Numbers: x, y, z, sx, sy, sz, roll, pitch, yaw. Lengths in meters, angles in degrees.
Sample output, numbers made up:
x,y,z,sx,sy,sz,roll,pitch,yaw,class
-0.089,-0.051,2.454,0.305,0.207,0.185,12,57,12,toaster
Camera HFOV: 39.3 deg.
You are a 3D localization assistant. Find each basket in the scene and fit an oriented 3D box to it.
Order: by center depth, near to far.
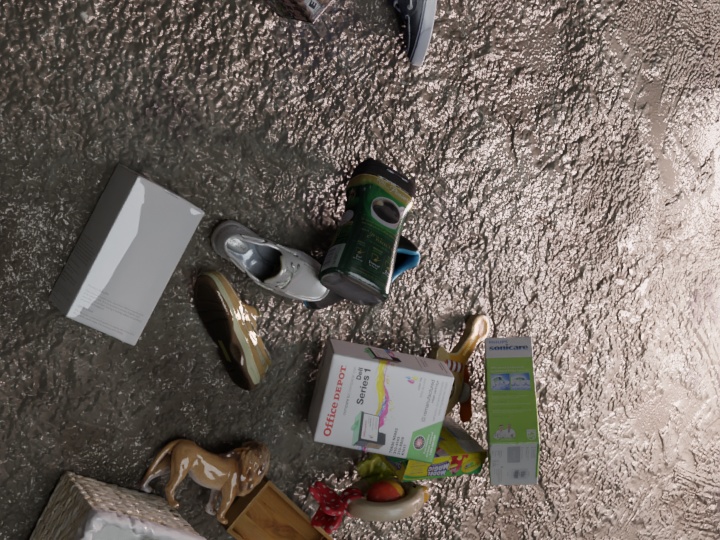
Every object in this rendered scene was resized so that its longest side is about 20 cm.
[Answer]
x,y,z,sx,sy,sz,roll,pitch,yaw,class
-0.346,0.404,1.374,0.197,0.160,0.203,27,91,-38,basket

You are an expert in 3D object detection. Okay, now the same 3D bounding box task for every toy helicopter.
x,y,z,sx,sy,sz,roll,pitch,yaw,class
0.166,0.164,1.710,0.133,0.078,0.201,50,64,-29,toy helicopter

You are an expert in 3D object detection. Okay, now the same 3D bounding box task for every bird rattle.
x,y,z,sx,sy,sz,roll,pitch,yaw,class
0.018,0.358,1.614,0.198,0.161,0.115,-1,93,-55,bird rattle

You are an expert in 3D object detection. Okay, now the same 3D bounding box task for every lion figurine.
x,y,z,sx,sy,sz,roll,pitch,yaw,class
-0.227,0.291,1.477,0.198,0.072,0.125,26,83,-34,lion figurine

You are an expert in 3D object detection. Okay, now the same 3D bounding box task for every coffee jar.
x,y,z,sx,sy,sz,roll,pitch,yaw,class
0.013,-0.058,1.471,0.103,0.085,0.203,28,64,-22,coffee jar

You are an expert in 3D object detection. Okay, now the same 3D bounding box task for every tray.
x,y,z,sx,sy,sz,roll,pitch,yaw,class
-0.130,0.417,1.611,0.099,0.037,0.201,-48,127,-12,tray

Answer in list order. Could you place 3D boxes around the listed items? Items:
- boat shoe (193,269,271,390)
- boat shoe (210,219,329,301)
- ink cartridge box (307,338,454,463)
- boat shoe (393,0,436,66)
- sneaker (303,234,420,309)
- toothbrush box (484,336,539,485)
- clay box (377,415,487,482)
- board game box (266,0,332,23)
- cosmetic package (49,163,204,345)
x,y,z,sx,sy,sz,roll,pitch,yaw,class
-0.177,0.073,1.446,0.076,0.071,0.203,-42,134,-33,boat shoe
-0.121,-0.001,1.427,0.198,0.069,0.072,26,97,-27,boat shoe
0.029,0.203,1.568,0.196,0.084,0.148,12,100,-10,ink cartridge box
0.077,-0.398,1.455,0.066,0.072,0.203,6,121,-2,boat shoe
0.000,0.000,1.527,0.198,0.082,0.074,-32,125,-20,sneaker
0.251,0.235,1.687,0.084,0.203,0.147,-3,141,5,toothbrush box
0.100,0.295,1.679,0.197,0.115,0.048,1,115,-34,clay box
-0.090,-0.452,1.295,0.160,0.096,0.200,-51,127,-10,board game box
-0.303,-0.021,1.308,0.112,0.081,0.203,31,87,-38,cosmetic package
